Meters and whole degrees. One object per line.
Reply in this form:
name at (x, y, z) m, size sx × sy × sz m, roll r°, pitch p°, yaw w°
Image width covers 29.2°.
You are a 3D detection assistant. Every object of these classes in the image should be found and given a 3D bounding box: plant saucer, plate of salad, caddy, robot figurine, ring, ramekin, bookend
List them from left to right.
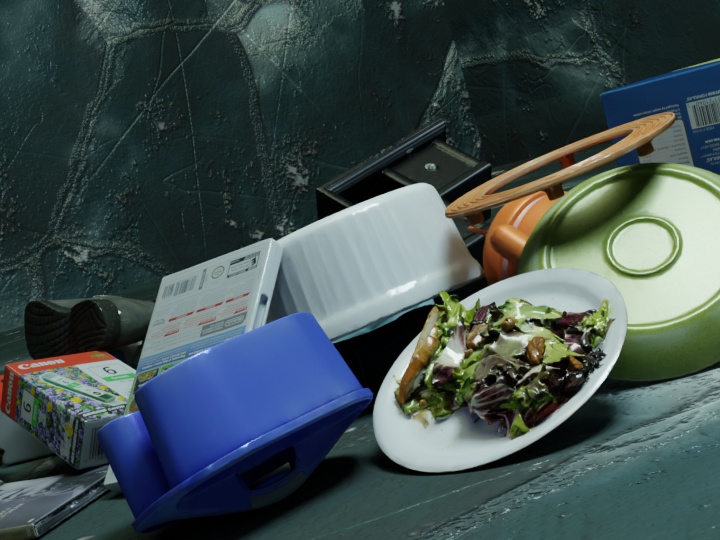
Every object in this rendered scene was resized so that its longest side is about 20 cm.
caddy at (-0.082, 0.114, 0.962) m, size 0.200 × 0.105 × 0.141 m, roll -22°, pitch -14°, yaw -43°
ramekin at (0.000, 0.000, 1.214) m, size 0.200 × 0.098 × 0.200 m, roll -22°, pitch -2°, yaw -1°
bookend at (0.090, -0.057, 1.519) m, size 0.198 × 0.092 × 0.200 m, roll -32°, pitch 47°, yaw -31°
plate of salad at (0.090, 0.059, 0.967) m, size 0.200 × 0.048 × 0.200 m, roll -26°, pitch 27°, yaw 15°
ring at (0.162, -0.080, 1.120) m, size 0.200 × 0.019 × 0.200 m, roll -23°, pitch 7°, yaw 3°
robot figurine at (0.182, -0.006, 1.149) m, size 0.144 × 0.117 × 0.200 m, roll -32°, pitch 31°, yaw -31°
plant saucer at (0.212, -0.010, 1.034) m, size 0.199 × 0.031 × 0.200 m, roll -10°, pitch 52°, yaw 13°

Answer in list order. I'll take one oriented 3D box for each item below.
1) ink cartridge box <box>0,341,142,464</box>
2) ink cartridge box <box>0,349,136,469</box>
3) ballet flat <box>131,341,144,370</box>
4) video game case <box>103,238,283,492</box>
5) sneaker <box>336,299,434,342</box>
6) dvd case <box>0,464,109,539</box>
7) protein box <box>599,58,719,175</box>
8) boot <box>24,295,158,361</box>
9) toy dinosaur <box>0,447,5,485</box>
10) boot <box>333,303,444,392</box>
ink cartridge box at (-0.291, 0.126, 1.476) m, size 0.145 × 0.084 × 0.200 m, roll -15°, pitch 7°, yaw 11°
ink cartridge box at (-0.264, 0.112, 1.267) m, size 0.109 × 0.051 × 0.200 m, roll -7°, pitch 24°, yaw -44°
ballet flat at (-0.196, 0.095, 1.436) m, size 0.068 × 0.072 × 0.200 m, roll -60°, pitch 1°, yaw 11°
video game case at (-0.136, 0.077, 1.131) m, size 0.143 × 0.201 × 0.018 m, roll -18°, pitch -42°, yaw 40°
sneaker at (-0.017, 0.057, 1.402) m, size 0.199 × 0.082 × 0.074 m, roll -18°, pitch 6°, yaw -20°
dvd case at (-0.310, 0.203, 1.151) m, size 0.199 × 0.016 × 0.149 m, roll -14°, pitch 7°, yaw 23°
protein box at (0.347, -0.089, 1.212) m, size 0.198 × 0.201 × 0.135 m, roll -11°, pitch 8°, yaw 43°
boot at (-0.250, 0.056, 1.412) m, size 0.130 × 0.068 × 0.200 m, roll -6°, pitch 0°, yaw -40°
toy dinosaur at (-0.374, 0.182, 1.282) m, size 0.088 × 0.048 × 0.200 m, roll -6°, pitch 1°, yaw -14°
boot at (-0.026, 0.091, 1.153) m, size 0.200 × 0.066 × 0.165 m, roll -14°, pitch -10°, yaw -47°
